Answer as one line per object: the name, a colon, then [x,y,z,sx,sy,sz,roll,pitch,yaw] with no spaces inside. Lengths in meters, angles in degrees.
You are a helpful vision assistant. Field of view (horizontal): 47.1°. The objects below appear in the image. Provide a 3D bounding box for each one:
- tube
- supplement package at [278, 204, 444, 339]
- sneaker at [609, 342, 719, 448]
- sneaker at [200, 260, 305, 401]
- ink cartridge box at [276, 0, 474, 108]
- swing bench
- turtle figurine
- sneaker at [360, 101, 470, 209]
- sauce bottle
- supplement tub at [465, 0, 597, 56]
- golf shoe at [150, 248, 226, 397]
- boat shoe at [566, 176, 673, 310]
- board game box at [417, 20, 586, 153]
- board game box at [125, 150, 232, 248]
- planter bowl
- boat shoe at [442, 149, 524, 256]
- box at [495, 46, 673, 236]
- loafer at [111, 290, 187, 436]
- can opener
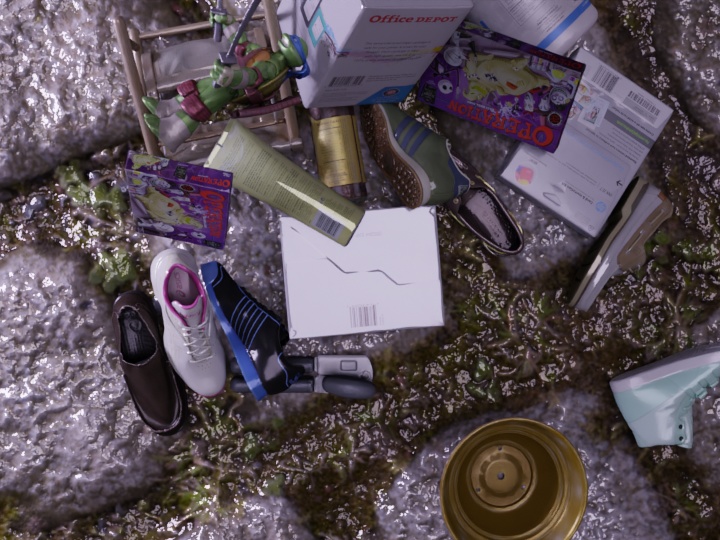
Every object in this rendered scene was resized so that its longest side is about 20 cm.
tube: [-0.089,-0.102,0.996,0.199,0.052,0.058,31,53,-2]
supplement package: [0.000,0.000,1.082,0.197,0.111,0.158,-5,93,-3]
sneaker: [0.456,0.175,1.136,0.198,0.074,0.119,-20,88,8]
sneaker: [-0.142,0.068,1.087,0.077,0.070,0.201,-25,77,-8]
ink cartridge box: [0.010,-0.311,0.984,0.145,0.200,0.147,-9,73,-27]
swing bench: [-0.187,-0.230,1.052,0.197,0.130,0.202,-11,99,-3]
turtle figurine: [-0.168,-0.238,0.919,0.193,0.200,0.145,-35,66,5]
sneaker: [0.072,-0.156,1.069,0.089,0.201,0.068,-8,138,-23]
sauce bottle: [-0.035,-0.191,1.093,0.064,0.065,0.202,-9,92,-3]
supplement tub: [0.195,-0.355,1.063,0.132,0.132,0.200,-43,94,0]
golf shoe: [-0.219,0.073,1.058,0.075,0.091,0.202,-20,100,-15]
boat shoe: [0.353,-0.026,1.120,0.068,0.075,0.201,31,90,1]
board game box: [0.174,-0.239,1.055,0.198,0.121,0.032,24,49,15]
board game box: [-0.220,-0.081,1.013,0.119,0.200,0.033,7,71,-9]
planter bowl: [0.199,0.291,1.124,0.198,0.083,0.203,0,93,-4]
boat shoe: [0.146,-0.097,1.110,0.072,0.060,0.200,-42,95,0]
box: [0.302,-0.171,1.118,0.155,0.041,0.201,31,90,-4]
loafer: [-0.287,0.128,1.092,0.072,0.071,0.202,-20,94,-2]
can opener: [-0.078,0.141,1.112,0.197,0.066,0.053,1,94,1]
